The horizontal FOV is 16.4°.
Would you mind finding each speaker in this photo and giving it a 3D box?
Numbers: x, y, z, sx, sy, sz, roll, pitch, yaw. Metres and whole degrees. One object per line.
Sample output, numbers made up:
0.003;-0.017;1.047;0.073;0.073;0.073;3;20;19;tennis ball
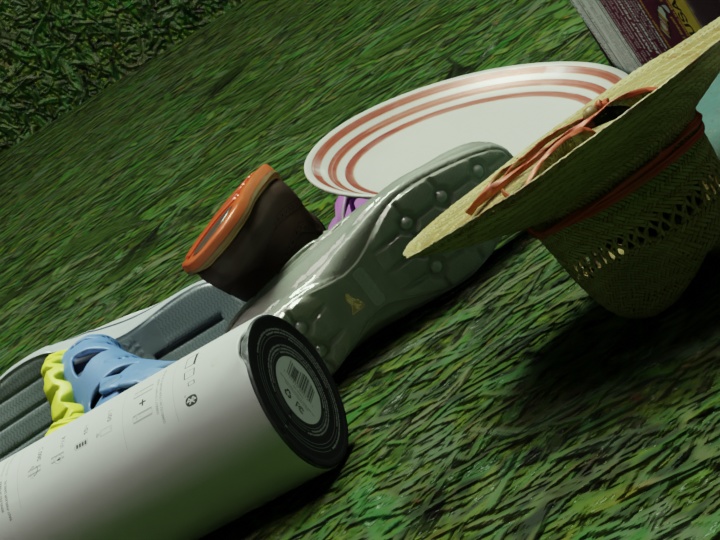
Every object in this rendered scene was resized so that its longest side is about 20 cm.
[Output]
-0.107;0.099;1.190;0.199;0.081;0.081;-30;12;23;speaker

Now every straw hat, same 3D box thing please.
0.117;-0.028;1.067;0.200;0.085;0.201;-35;3;2;straw hat

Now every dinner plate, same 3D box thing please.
0.065;-0.076;1.455;0.198;0.024;0.200;-13;20;5;dinner plate

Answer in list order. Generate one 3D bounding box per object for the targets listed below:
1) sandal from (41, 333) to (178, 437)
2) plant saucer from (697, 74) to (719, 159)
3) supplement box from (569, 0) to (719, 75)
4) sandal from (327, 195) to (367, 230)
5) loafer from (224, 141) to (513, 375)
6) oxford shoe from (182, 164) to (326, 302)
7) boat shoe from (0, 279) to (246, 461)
-0.122;0.078;1.353;0.087;0.080;0.200;-31;20;-1;sandal
0.192;-0.083;1.195;0.200;0.039;0.201;-32;11;7;plant saucer
0.200;-0.178;1.399;0.131;0.104;0.200;-36;12;-6;supplement box
0.016;-0.041;1.494;0.082;0.050;0.203;-36;11;-9;sandal
0.000;0.000;1.322;0.199;0.070;0.070;-37;20;-11;loafer
-0.044;-0.009;1.378;0.071;0.072;0.200;-50;-6;8;oxford shoe
-0.135;0.065;1.483;0.199;0.074;0.067;-23;-4;18;boat shoe
